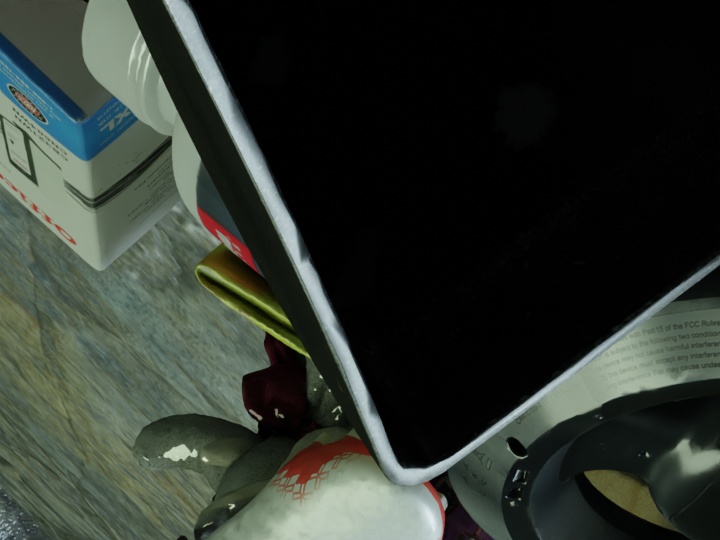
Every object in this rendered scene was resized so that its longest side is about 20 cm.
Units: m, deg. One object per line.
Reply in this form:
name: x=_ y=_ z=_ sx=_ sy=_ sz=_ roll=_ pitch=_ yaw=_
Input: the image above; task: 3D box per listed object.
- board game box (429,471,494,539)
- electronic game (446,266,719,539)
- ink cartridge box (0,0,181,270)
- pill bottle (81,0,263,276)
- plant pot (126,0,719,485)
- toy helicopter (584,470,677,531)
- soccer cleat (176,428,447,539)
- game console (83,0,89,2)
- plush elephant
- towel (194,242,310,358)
board game box: x=0.092 y=0.124 z=1.133 sx=0.200 sy=0.032 sz=0.120 roll=29 pitch=-163 yaw=-44
electronic game: x=0.124 y=0.057 z=0.833 sx=0.198 sy=0.042 sz=0.200 roll=5 pitch=148 yaw=3
ink cartridge box: x=-0.138 y=-0.100 z=1.222 sx=0.146 sy=0.084 sz=0.200 roll=42 pitch=164 yaw=11
pill bottle: x=0.009 y=-0.041 z=0.915 sx=0.200 sy=0.120 sz=0.120 roll=39 pitch=164 yaw=22
plant pot: x=0.019 y=-0.115 z=0.579 sx=0.178 sy=0.199 sz=0.200 roll=49 pitch=170 yaw=35
toy helicopter: x=0.086 y=0.075 z=1.013 sx=0.199 sy=0.079 sz=0.132 roll=23 pitch=-177 yaw=-6
soccer cleat: x=-0.037 y=0.123 z=1.062 sx=0.069 sy=0.085 sz=0.200 roll=43 pitch=142 yaw=-13
game console: x=-0.134 y=-0.170 z=1.004 sx=0.176 sy=0.031 sz=0.200 roll=24 pitch=157 yaw=34
plush elephant: x=-0.022 y=0.068 z=1.215 sx=0.200 sy=0.155 sz=0.165 roll=36 pitch=163 yaw=31
towel: x=0.000 y=0.000 z=1.012 sx=0.086 sy=0.018 sz=0.200 roll=32 pitch=-161 yaw=3
